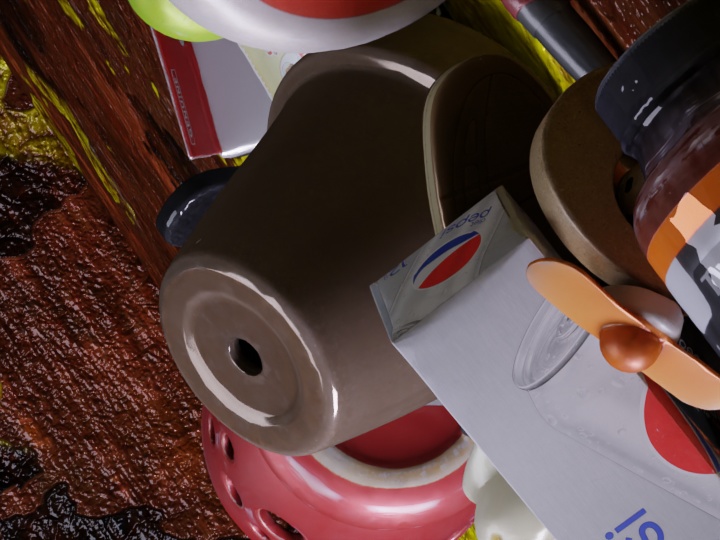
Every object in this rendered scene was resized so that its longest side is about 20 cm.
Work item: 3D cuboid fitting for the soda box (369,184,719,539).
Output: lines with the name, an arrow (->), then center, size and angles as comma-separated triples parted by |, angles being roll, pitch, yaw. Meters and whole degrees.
soda box -> 0.091, 0.067, 1.065 | 0.200, 0.068, 0.063 | 51, -173, -20

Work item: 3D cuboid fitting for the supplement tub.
supplement tub -> 0.163, 0.000, 0.927 | 0.200, 0.107, 0.107 | 54, 170, 17

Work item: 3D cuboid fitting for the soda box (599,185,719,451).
soda box -> 0.160, 0.027, 1.107 | 0.200, 0.070, 0.064 | 49, 157, 31

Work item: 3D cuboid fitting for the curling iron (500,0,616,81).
curling iron -> 0.081, -0.117, 1.217 | 0.200, 0.026, 0.050 | 48, -171, 22

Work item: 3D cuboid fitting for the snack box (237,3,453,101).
snack box -> -0.011, -0.128, 1.432 | 0.116, 0.037, 0.201 | -23, 101, 46

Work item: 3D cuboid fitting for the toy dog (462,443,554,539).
toy dog -> 0.139, 0.166, 1.329 | 0.139, 0.195, 0.200 | 12, -154, -47

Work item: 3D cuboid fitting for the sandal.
sandal -> -0.045, -0.052, 1.653 | 0.045, 0.199, 0.075 | 55, 128, 29

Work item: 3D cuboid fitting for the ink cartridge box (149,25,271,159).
ink cartridge box -> -0.089, -0.164, 1.552 | 0.176, 0.044, 0.201 | -32, -74, -83

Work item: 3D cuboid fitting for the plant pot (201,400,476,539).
plant pot -> 0.006, 0.086, 1.720 | 0.201, 0.200, 0.183 | 56, 167, 5

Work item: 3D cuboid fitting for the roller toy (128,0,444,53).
roller toy -> -0.025, -0.184, 1.047 | 0.140, 0.182, 0.201 | 47, 169, 46

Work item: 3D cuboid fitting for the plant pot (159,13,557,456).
plant pot -> 0.000, 0.000, 1.342 | 0.200, 0.174, 0.201 | 27, 138, 28

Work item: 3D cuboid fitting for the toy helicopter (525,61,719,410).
toy helicopter -> 0.142, 0.009, 1.014 | 0.200, 0.132, 0.079 | 45, 149, 3

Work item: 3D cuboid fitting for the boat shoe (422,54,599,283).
boat shoe -> 0.061, 0.005, 1.123 | 0.072, 0.072, 0.201 | 21, 138, 59
